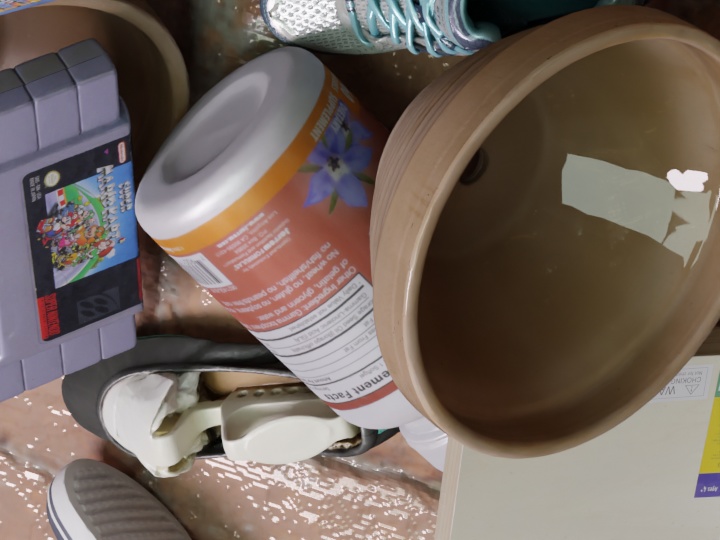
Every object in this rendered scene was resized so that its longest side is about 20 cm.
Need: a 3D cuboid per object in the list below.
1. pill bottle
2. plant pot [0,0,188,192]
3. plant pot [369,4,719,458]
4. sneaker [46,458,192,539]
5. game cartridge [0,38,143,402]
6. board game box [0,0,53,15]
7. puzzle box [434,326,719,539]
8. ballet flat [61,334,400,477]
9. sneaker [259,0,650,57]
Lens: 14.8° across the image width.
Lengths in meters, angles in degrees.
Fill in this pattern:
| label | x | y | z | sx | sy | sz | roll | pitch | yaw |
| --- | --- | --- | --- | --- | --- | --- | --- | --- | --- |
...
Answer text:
| label | x | y | z | sx | sy | sz | roll | pitch | yaw |
| --- | --- | --- | --- | --- | --- | --- | --- | --- | --- |
| pill bottle | 0.000 | 0.000 | 1.289 | 0.112 | 0.112 | 0.200 | -31 | 116 | 32 |
| plant pot | -0.189 | -0.078 | 1.299 | 0.093 | 0.200 | 0.201 | 54 | 133 | 34 |
| plant pot | 0.072 | -0.028 | 1.183 | 0.093 | 0.201 | 0.201 | 35 | 134 | 44 |
| sneaker | -0.107 | 0.191 | 1.467 | 0.079 | 0.078 | 0.200 | -37 | 103 | 27 |
| game cartridge | -0.164 | -0.011 | 1.279 | 0.129 | 0.038 | 0.200 | -19 | 143 | -16 |
| board game box | -0.114 | -0.186 | 1.156 | 0.200 | 0.034 | 0.136 | -14 | 82 | 13 |
| puzzle box | 0.137 | 0.088 | 1.292 | 0.199 | 0.025 | 0.133 | -2 | 122 | -14 |
| ballet flat | -0.071 | 0.068 | 1.389 | 0.200 | 0.068 | 0.068 | -5 | 118 | 23 |
| sneaker | 0.040 | -0.130 | 1.222 | 0.200 | 0.086 | 0.078 | -8 | 114 | 24 |
